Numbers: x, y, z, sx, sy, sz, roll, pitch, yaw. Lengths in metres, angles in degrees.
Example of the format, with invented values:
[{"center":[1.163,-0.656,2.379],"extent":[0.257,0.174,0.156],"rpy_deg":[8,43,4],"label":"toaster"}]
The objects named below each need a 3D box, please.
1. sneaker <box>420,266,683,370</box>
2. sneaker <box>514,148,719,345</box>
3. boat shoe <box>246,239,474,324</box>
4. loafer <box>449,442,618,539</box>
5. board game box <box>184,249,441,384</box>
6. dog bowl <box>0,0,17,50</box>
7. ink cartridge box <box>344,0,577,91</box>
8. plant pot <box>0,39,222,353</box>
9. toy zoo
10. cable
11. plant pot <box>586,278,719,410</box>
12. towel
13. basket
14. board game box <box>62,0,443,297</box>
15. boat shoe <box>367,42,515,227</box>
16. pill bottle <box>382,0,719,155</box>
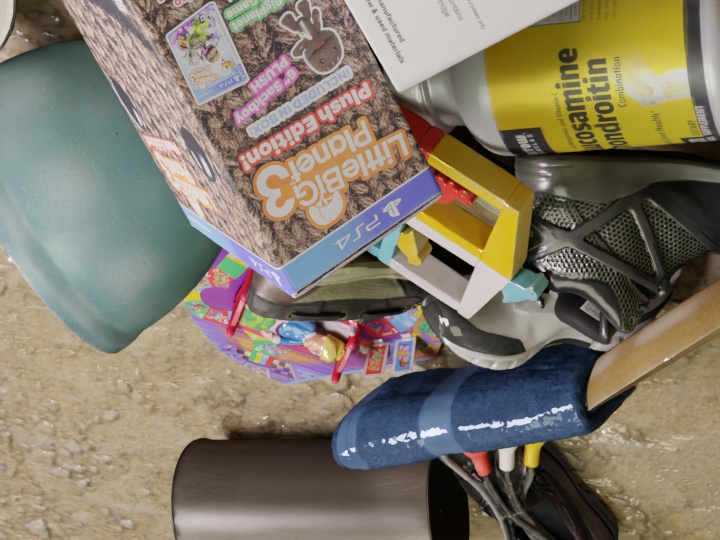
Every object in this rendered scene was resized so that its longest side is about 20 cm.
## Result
[{"center":[0.127,0.011,1.212],"extent":[0.200,0.074,0.080],"rpy_deg":[-7,143,-37],"label":"sneaker"},{"center":[0.183,-0.016,1.140],"extent":[0.199,0.076,0.115],"rpy_deg":[-1,103,-24],"label":"sneaker"},{"center":[0.000,0.001,1.215],"extent":[0.201,0.072,0.066],"rpy_deg":[0,134,-51],"label":"boat shoe"},{"center":[0.134,0.182,1.456],"extent":[0.072,0.063,0.200],"rpy_deg":[-25,126,36],"label":"loafer"},{"center":[-0.041,0.040,1.364],"extent":[0.199,0.039,0.158],"rpy_deg":[-12,133,28],"label":"board game box"},{"center":[-0.294,-0.210,1.128],"extent":[0.199,0.074,0.200],"rpy_deg":[9,139,7],"label":"dog bowl"},{"center":[0.080,-0.196,0.918],"extent":[0.200,0.146,0.084],"rpy_deg":[-26,124,9],"label":"ink cartridge box"},{"center":[-0.149,-0.066,1.180],"extent":[0.134,0.201,0.200],"rpy_deg":[-30,128,8],"label":"plant pot"},{"center":[0.027,-0.044,1.107],"extent":[0.200,0.020,0.131],"rpy_deg":[33,150,9],"label":"toy zoo"},{"center":[0.109,0.169,1.392],"extent":[0.097,0.050,0.201],"rpy_deg":[-11,99,0],"label":"cable"},{"center":[0.224,0.026,1.178],"extent":[0.200,0.200,0.028],"rpy_deg":[-38,79,44],"label":"plant pot"},{"center":[0.082,0.092,1.293],"extent":[0.199,0.112,0.049],"rpy_deg":[-12,102,28],"label":"towel"},{"center":[-0.024,0.197,1.476],"extent":[0.199,0.136,0.180],"rpy_deg":[-7,149,19],"label":"basket"},{"center":[-0.069,-0.110,0.961],"extent":[0.200,0.097,0.159],"rpy_deg":[61,166,-25],"label":"board game box"},{"center":[0.054,-0.067,1.184],"extent":[0.200,0.072,0.076],"rpy_deg":[35,138,-23],"label":"boat shoe"},{"center":[0.119,-0.124,1.065],"extent":[0.199,0.112,0.112],"rpy_deg":[-3,137,21],"label":"pill bottle"}]
